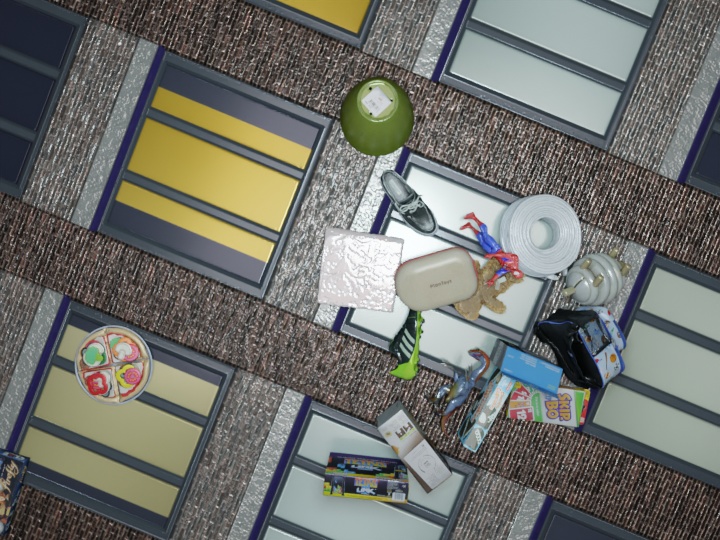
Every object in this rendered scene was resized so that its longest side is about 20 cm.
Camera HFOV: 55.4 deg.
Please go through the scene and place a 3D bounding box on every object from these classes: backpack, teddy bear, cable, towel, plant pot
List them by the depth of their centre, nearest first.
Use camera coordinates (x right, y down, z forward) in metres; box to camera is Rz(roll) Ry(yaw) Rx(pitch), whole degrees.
[{"bbox_3d":[0.040,-0.375,1.609,0.185,0.200,0.189,0,92,1],"label":"plant pot"},{"bbox_3d":[0.537,0.183,1.639,0.153,0.200,0.192,-25,95,-11],"label":"backpack"},{"bbox_3d":[0.437,-0.085,1.662,0.198,0.069,0.202,9,87,-11],"label":"cable"},{"bbox_3d":[0.313,0.037,1.694,0.144,0.067,0.201,33,85,-5],"label":"teddy bear"},{"bbox_3d":[0.000,0.000,1.707,0.198,0.032,0.193,8,93,1],"label":"towel"}]

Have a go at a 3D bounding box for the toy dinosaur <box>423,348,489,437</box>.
[{"bbox_3d":[0.249,0.284,1.711,0.180,0.105,0.201,-28,129,-11],"label":"toy dinosaur"}]

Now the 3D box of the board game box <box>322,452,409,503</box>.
[{"bbox_3d":[0.015,0.498,1.657,0.198,0.165,0.057,6,94,1],"label":"board game box"}]

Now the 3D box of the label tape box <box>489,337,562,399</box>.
[{"bbox_3d":[0.396,0.228,1.624,0.143,0.200,0.064,23,93,0],"label":"label tape box"}]

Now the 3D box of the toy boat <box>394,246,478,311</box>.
[{"bbox_3d":[0.179,0.013,1.656,0.198,0.131,0.132,-16,105,6],"label":"toy boat"}]

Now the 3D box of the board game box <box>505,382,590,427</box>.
[{"bbox_3d":[0.469,0.332,1.709,0.198,0.030,0.096,7,101,-2],"label":"board game box"}]

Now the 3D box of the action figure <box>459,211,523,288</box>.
[{"bbox_3d":[0.299,-0.041,1.637,0.099,0.065,0.200,-32,64,-25],"label":"action figure"}]

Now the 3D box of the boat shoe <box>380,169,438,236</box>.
[{"bbox_3d":[0.121,-0.166,1.680,0.073,0.068,0.200,-34,91,2],"label":"boat shoe"}]

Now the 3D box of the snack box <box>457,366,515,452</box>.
[{"bbox_3d":[0.306,0.333,1.672,0.037,0.116,0.201,29,92,0],"label":"snack box"}]

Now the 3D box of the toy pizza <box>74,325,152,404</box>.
[{"bbox_3d":[-0.624,0.239,1.725,0.198,0.032,0.202,0,92,1],"label":"toy pizza"}]

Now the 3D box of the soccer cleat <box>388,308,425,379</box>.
[{"bbox_3d":[0.113,0.169,1.697,0.080,0.067,0.202,7,93,13],"label":"soccer cleat"}]

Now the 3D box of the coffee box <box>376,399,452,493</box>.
[{"bbox_3d":[0.129,0.428,1.679,0.080,0.114,0.201,-38,91,2],"label":"coffee box"}]

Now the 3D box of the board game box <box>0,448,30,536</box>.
[{"bbox_3d":[-0.935,0.554,1.739,0.134,0.035,0.202,17,92,0],"label":"board game box"}]

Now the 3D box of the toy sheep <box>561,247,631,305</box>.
[{"bbox_3d":[0.562,0.020,1.643,0.198,0.138,0.139,-14,92,-21],"label":"toy sheep"}]
